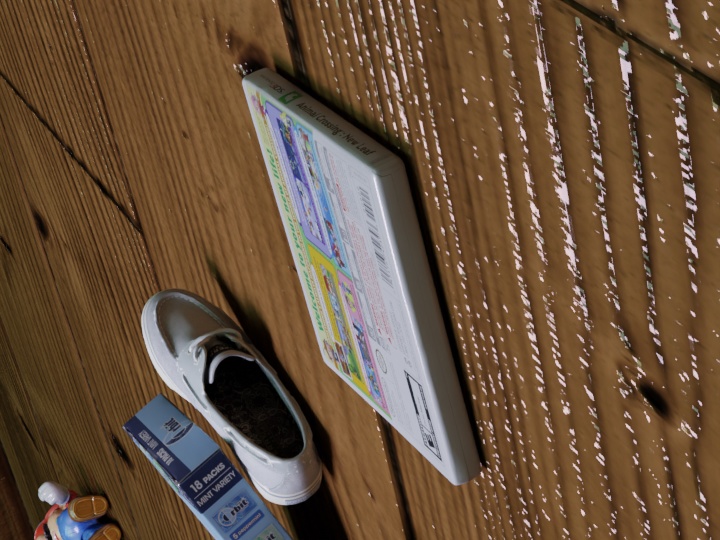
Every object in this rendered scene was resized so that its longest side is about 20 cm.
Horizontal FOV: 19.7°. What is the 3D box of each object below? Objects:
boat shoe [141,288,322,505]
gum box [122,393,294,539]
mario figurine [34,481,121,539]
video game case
[{"bbox_3d":[-0.091,0.076,1.489,0.201,0.070,0.072,50,158,27],"label":"boat shoe"},{"bbox_3d":[-0.086,0.196,1.562,0.200,0.045,0.170,52,171,-20],"label":"gum box"},{"bbox_3d":[-0.378,0.342,2.662,0.200,0.105,0.124,154,126,-66],"label":"mario figurine"},{"bbox_3d":[0.000,0.000,1.171,0.182,0.022,0.201,39,150,57],"label":"video game case"}]
